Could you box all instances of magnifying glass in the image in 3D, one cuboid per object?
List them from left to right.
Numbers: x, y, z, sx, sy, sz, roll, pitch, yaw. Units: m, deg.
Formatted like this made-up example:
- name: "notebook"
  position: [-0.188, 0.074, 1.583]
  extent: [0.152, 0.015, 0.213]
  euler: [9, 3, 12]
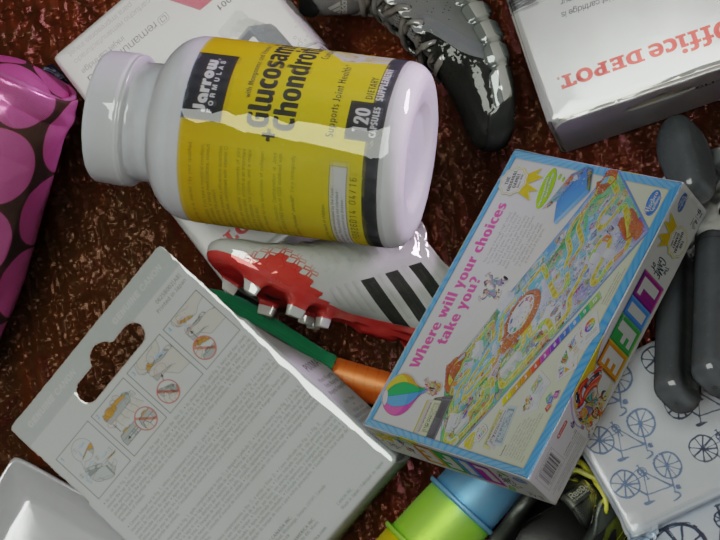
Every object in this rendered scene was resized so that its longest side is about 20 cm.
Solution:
- name: "magnifying glass"
  position: [-0.037, 0.059, 1.500]
  extent: [0.199, 0.080, 0.022]
  euler: [18, 50, 6]

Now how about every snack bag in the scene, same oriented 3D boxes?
- name: "snack bag"
  position: [0.231, 0.123, 1.404]
  extent: [0.188, 0.021, 0.201]
  euler: [-22, 74, -23]

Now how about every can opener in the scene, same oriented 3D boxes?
- name: "can opener"
  position: [0.192, -0.010, 1.418]
  extent: [0.053, 0.067, 0.201]
  euler: [-27, 36, 31]

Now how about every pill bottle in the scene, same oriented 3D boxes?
- name: "pill bottle"
  position: [-0.060, -0.080, 1.417]
  extent: [0.199, 0.112, 0.113]
  euler: [8, 81, 12]

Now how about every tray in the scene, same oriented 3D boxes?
- name: "tray"
  position: [-0.223, 0.232, 1.526]
  extent: [0.107, 0.022, 0.201]
  euler: [25, 86, 16]

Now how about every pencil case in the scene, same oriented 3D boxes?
- name: "pencil case"
  position: [-0.249, -0.041, 1.531]
  extent: [0.093, 0.091, 0.201]
  euler: [27, 102, 31]

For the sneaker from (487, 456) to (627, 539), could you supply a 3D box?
- name: "sneaker"
  position: [0.151, 0.134, 1.426]
  extent: [0.074, 0.085, 0.200]
  euler: [42, 84, 16]

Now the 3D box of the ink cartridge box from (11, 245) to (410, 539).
- name: "ink cartridge box"
  position: [-0.092, 0.107, 1.479]
  extent: [0.200, 0.057, 0.163]
  euler: [43, 103, 11]

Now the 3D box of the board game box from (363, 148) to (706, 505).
- name: "board game box"
  position: [0.103, 0.029, 1.401]
  extent: [0.134, 0.034, 0.201]
  euler: [15, 70, 44]

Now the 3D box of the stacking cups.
- name: "stacking cups"
  position: [0.072, 0.129, 1.464]
  extent: [0.060, 0.061, 0.200]
  euler: [39, 87, 16]

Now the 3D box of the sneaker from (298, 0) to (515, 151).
- name: "sneaker"
  position: [0.022, -0.156, 1.506]
  extent: [0.115, 0.075, 0.201]
  euler: [-12, 66, -13]

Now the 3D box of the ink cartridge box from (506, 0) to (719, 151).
- name: "ink cartridge box"
  position: [0.161, -0.193, 1.490]
  extent: [0.144, 0.084, 0.201]
  euler: [-18, 75, 8]

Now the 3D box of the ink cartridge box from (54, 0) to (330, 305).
- name: "ink cartridge box"
  position: [-0.078, -0.100, 1.526]
  extent: [0.146, 0.085, 0.200]
  euler: [-40, 76, 3]

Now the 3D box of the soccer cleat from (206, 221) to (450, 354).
- name: "soccer cleat"
  position: [0.000, 0.000, 1.462]
  extent: [0.199, 0.069, 0.086]
  euler: [18, 83, -20]
